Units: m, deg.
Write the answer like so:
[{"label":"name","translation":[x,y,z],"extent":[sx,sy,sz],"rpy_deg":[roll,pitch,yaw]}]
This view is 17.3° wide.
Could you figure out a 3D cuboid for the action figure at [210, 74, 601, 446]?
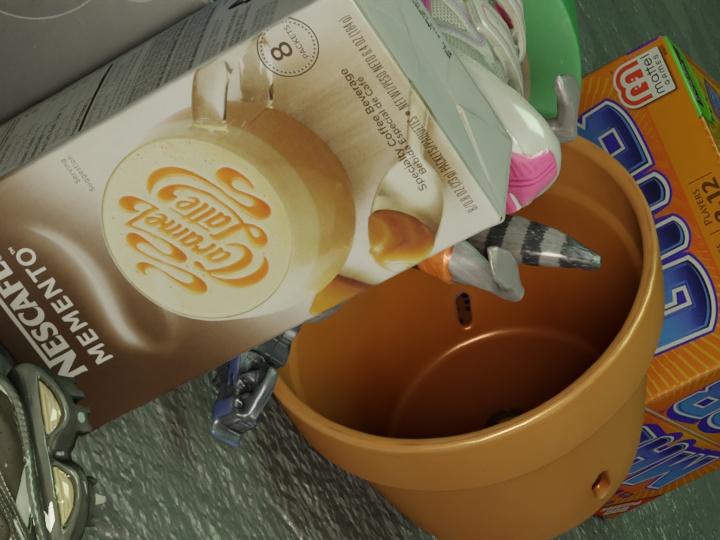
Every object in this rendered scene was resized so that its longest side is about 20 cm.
[{"label":"action figure","translation":[0.000,0.000,1.070],"extent":[0.105,0.193,0.200],"rpy_deg":[40,53,-43]}]

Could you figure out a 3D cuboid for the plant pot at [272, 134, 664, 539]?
[{"label":"plant pot","translation":[0.061,0.044,1.165],"extent":[0.140,0.200,0.200],"rpy_deg":[65,10,-48]}]

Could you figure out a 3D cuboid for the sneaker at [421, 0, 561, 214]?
[{"label":"sneaker","translation":[0.035,-0.103,1.019],"extent":[0.200,0.088,0.081],"rpy_deg":[51,-15,40]}]

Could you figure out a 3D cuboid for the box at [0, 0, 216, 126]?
[{"label":"box","translation":[-0.122,-0.131,1.004],"extent":[0.200,0.122,0.106],"rpy_deg":[59,17,-9]}]

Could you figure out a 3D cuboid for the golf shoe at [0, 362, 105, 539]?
[{"label":"golf shoe","translation":[-0.123,0.121,0.752],"extent":[0.094,0.078,0.200],"rpy_deg":[11,50,-45]}]

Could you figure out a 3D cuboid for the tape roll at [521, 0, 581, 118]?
[{"label":"tape roll","translation":[0.012,-0.105,1.198],"extent":[0.201,0.200,0.048],"rpy_deg":[52,22,-27]}]

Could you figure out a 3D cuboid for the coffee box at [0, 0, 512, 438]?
[{"label":"coffee box","translation":[-0.055,-0.033,0.920],"extent":[0.114,0.200,0.080],"rpy_deg":[54,21,-21]}]

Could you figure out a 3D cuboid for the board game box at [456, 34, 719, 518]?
[{"label":"board game box","translation":[0.170,0.012,1.454],"extent":[0.200,0.200,0.200],"rpy_deg":[26,40,-60]}]
